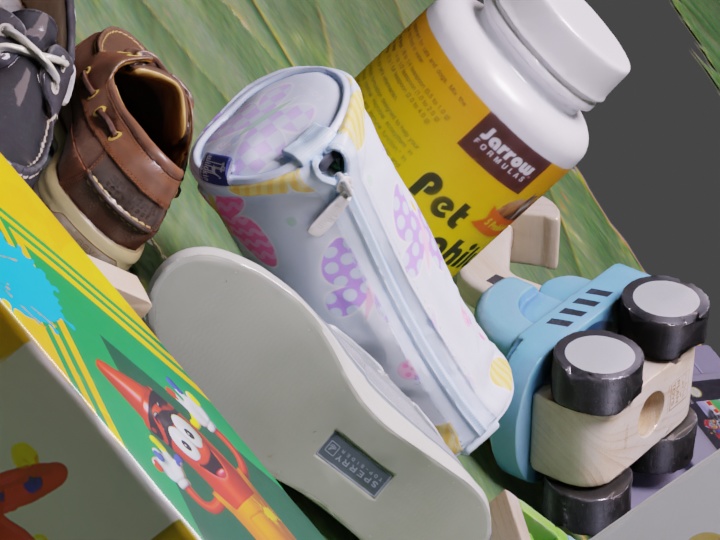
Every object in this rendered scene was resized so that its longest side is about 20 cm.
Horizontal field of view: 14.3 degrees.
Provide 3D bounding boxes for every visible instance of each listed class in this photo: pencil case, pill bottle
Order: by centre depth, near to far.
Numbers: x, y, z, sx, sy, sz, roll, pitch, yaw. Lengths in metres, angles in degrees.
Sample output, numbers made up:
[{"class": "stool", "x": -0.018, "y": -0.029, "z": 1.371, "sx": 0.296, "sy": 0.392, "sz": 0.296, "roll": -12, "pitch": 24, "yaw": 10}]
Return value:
[{"class": "pencil case", "x": 0.000, "y": 0.000, "z": 1.324, "sx": 0.090, "sy": 0.083, "sz": 0.201, "roll": 13, "pitch": -38, "yaw": 43}, {"class": "pill bottle", "x": 0.039, "y": -0.062, "z": 1.452, "sx": 0.109, "sy": 0.200, "sz": 0.109, "roll": 42, "pitch": 18, "yaw": -17}]

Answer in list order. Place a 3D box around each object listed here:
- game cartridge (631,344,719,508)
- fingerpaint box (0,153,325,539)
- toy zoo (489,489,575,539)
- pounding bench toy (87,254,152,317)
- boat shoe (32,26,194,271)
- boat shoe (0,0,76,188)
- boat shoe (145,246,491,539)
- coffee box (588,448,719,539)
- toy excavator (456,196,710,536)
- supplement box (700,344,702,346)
[{"class": "game cartridge", "x": 0.185, "y": 0.110, "z": 1.576, "sx": 0.129, "sy": 0.039, "sz": 0.200, "roll": -8, "pitch": 38, "yaw": -23}, {"class": "fingerpaint box", "x": -0.118, "y": 0.097, "z": 0.714, "sx": 0.167, "sy": 0.200, "sz": 0.073, "roll": 48, "pitch": 16, "yaw": 5}, {"class": "toy zoo", "x": 0.144, "y": 0.203, "z": 1.431, "sx": 0.200, "sy": 0.020, "sz": 0.131, "roll": 39, "pitch": 19, "yaw": -27}, {"class": "pounding bench toy", "x": -0.097, "y": 0.091, "z": 0.907, "sx": 0.200, "sy": 0.124, "sz": 0.156, "roll": 25, "pitch": 28, "yaw": -52}, {"class": "boat shoe", "x": -0.105, "y": -0.066, "z": 1.335, "sx": 0.072, "sy": 0.068, "sz": 0.200, "roll": 41, "pitch": 18, "yaw": -20}, {"class": "boat shoe", "x": -0.157, "y": -0.093, "z": 1.278, "sx": 0.074, "sy": 0.060, "sz": 0.200, "roll": 42, "pitch": 18, "yaw": -21}, {"class": "boat shoe", "x": -0.023, "y": 0.060, "z": 1.279, "sx": 0.201, "sy": 0.070, "sz": 0.072, "roll": 44, "pitch": 4, "yaw": -21}, {"class": "coffee box", "x": 0.219, "y": 0.182, "z": 1.308, "sx": 0.200, "sy": 0.197, "sz": 0.200, "roll": -1, "pitch": 57, "yaw": -61}, {"class": "toy excavator", "x": 0.099, "y": 0.029, "z": 1.561, "sx": 0.199, "sy": 0.100, "sz": 0.194, "roll": 23, "pitch": 38, "yaw": 30}, {"class": "supplement box", "x": 0.192, "y": 0.100, "z": 1.702, "sx": 0.066, "sy": 0.069, "sz": 0.201, "roll": 28, "pitch": 27, "yaw": -42}]
